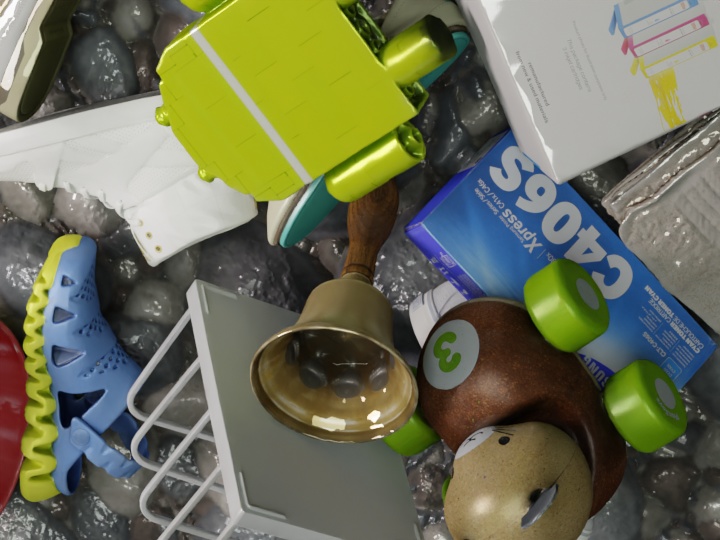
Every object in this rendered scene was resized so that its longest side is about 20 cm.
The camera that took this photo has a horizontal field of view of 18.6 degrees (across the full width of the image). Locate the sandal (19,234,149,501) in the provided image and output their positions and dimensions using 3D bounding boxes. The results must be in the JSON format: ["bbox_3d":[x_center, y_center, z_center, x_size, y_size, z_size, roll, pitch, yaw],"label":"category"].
[{"bbox_3d":[-0.185,0.068,1.497,0.086,0.080,0.201,6,118,5],"label":"sandal"}]

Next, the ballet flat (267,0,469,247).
[{"bbox_3d":[-0.008,-0.105,1.431,0.069,0.070,0.200,40,106,-5],"label":"ballet flat"}]

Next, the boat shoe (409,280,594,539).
[{"bbox_3d":[0.111,0.090,1.467,0.068,0.072,0.201,-31,90,17],"label":"boat shoe"}]

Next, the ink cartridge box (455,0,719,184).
[{"bbox_3d":[0.175,-0.158,1.334,0.199,0.129,0.126,-25,102,-1],"label":"ink cartridge box"}]

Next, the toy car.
[{"bbox_3d":[0.085,0.116,1.321,0.164,0.200,0.158,-35,100,27],"label":"toy car"}]

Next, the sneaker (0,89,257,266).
[{"bbox_3d":[-0.168,-0.054,1.458,0.199,0.074,0.116,-9,102,10],"label":"sneaker"}]

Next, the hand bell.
[{"bbox_3d":[0.000,0.000,1.390,0.103,0.201,0.105,7,136,7],"label":"hand bell"}]

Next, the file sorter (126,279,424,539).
[{"bbox_3d":[-0.064,0.133,1.411,0.138,0.201,0.125,20,125,-30],"label":"file sorter"}]

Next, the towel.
[{"bbox_3d":[0.259,-0.021,1.391,0.132,0.035,0.200,-41,119,21],"label":"towel"}]

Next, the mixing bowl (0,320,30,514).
[{"bbox_3d":[-0.328,0.108,1.485,0.108,0.200,0.202,16,110,32],"label":"mixing bowl"}]

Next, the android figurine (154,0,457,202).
[{"bbox_3d":[-0.042,-0.121,1.358,0.199,0.041,0.182,-32,105,30],"label":"android figurine"}]

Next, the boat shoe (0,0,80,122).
[{"bbox_3d":[-0.209,-0.200,1.420,0.068,0.075,0.201,27,99,9],"label":"boat shoe"}]

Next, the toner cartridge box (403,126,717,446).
[{"bbox_3d":[0.131,0.012,1.428,0.200,0.043,0.095,46,75,-7],"label":"toner cartridge box"}]
